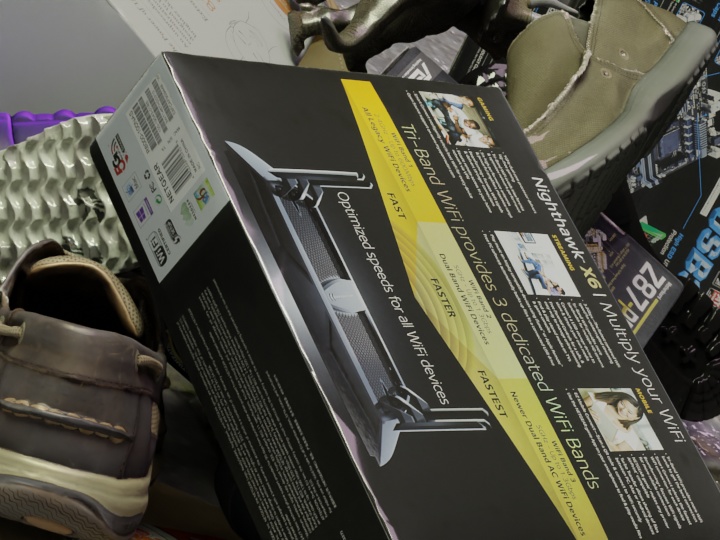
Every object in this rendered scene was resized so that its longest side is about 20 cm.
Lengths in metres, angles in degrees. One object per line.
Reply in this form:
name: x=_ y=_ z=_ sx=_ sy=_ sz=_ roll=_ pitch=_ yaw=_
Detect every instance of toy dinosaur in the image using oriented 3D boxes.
toy dinosaur: x=0.023 y=-0.130 z=1.063 sx=0.200 sy=0.102 sz=0.077 roll=8 pitch=62 yaw=-71

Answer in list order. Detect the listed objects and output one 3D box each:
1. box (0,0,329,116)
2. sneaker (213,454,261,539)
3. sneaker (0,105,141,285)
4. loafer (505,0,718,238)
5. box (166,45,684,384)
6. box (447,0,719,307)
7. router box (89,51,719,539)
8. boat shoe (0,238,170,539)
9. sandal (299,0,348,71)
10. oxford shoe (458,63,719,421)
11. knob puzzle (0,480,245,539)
box: x=-0.103 y=-0.103 z=1.034 sx=0.124 sy=0.097 sz=0.200 roll=50 pitch=23 yaw=-12
sneaker: x=0.046 y=0.106 z=0.817 sx=0.200 sy=0.070 sz=0.082 roll=15 pitch=36 yaw=-15
sneaker: x=-0.117 y=-0.028 z=0.900 sx=0.200 sy=0.070 sz=0.099 roll=3 pitch=9 yaw=36
loafer: x=0.083 y=-0.061 z=0.983 sx=0.070 sy=0.075 sz=0.200 roll=34 pitch=34 yaw=9
box: x=0.028 y=0.014 z=0.955 sx=0.161 sy=0.049 sz=0.200 roll=39 pitch=42 yaw=1
box: x=0.148 y=-0.087 z=1.260 sx=0.198 sy=0.200 sz=0.050 roll=27 pitch=23 yaw=3
router box: x=0.018 y=0.024 z=0.776 sx=0.157 sy=0.052 sz=0.200 roll=2 pitch=52 yaw=-42
boat shoe: x=-0.089 y=0.032 z=0.778 sx=0.074 sy=0.073 sz=0.200 roll=16 pitch=6 yaw=-12
sandal: x=-0.016 y=-0.063 z=1.188 sx=0.070 sy=0.078 sz=0.212 roll=50 pitch=22 yaw=-37
oxford shoe: x=0.098 y=-0.010 z=1.143 sx=0.200 sy=0.073 sz=0.084 roll=56 pitch=-15 yaw=-12
knob puzzle: x=-0.055 y=0.111 z=0.779 sx=0.219 sy=0.030 sz=0.220 roll=26 pitch=7 yaw=-3
